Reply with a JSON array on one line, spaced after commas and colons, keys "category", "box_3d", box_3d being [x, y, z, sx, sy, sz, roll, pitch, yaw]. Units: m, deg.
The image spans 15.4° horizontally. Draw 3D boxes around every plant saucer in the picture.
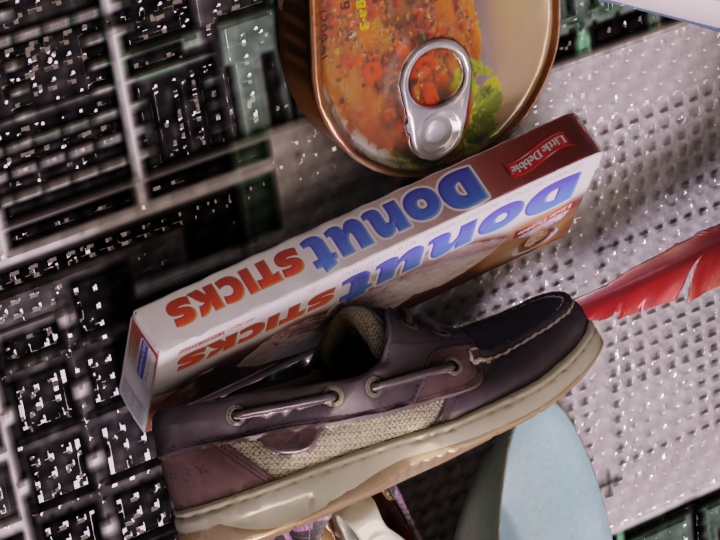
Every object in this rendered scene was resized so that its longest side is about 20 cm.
[{"category": "plant saucer", "box_3d": [0.071, 0.154, 1.106, 0.039, 0.201, 0.201, -8, 123, 19]}]

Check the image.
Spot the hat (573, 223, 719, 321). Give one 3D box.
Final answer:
[{"category": "hat", "box_3d": [0.175, -0.025, 1.085, 0.176, 0.166, 0.200, 26, 82, -27]}]

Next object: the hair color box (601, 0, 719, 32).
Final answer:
[{"category": "hair color box", "box_3d": [0.160, -0.141, 1.041, 0.200, 0.061, 0.100, 9, 103, -37]}]

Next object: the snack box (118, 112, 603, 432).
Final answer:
[{"category": "snack box", "box_3d": [0.000, 0.000, 1.040, 0.200, 0.024, 0.072, -25, 158, -21]}]

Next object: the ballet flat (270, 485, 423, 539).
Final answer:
[{"category": "ballet flat", "box_3d": [0.015, 0.147, 1.104, 0.069, 0.071, 0.200, -34, 124, -13]}]

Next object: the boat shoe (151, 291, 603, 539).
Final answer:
[{"category": "boat shoe", "box_3d": [0.008, 0.044, 1.018, 0.200, 0.072, 0.065, -25, 99, -29]}]

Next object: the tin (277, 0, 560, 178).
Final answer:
[{"category": "tin", "box_3d": [0.022, -0.134, 1.011, 0.112, 0.042, 0.200, -12, 116, -23]}]
